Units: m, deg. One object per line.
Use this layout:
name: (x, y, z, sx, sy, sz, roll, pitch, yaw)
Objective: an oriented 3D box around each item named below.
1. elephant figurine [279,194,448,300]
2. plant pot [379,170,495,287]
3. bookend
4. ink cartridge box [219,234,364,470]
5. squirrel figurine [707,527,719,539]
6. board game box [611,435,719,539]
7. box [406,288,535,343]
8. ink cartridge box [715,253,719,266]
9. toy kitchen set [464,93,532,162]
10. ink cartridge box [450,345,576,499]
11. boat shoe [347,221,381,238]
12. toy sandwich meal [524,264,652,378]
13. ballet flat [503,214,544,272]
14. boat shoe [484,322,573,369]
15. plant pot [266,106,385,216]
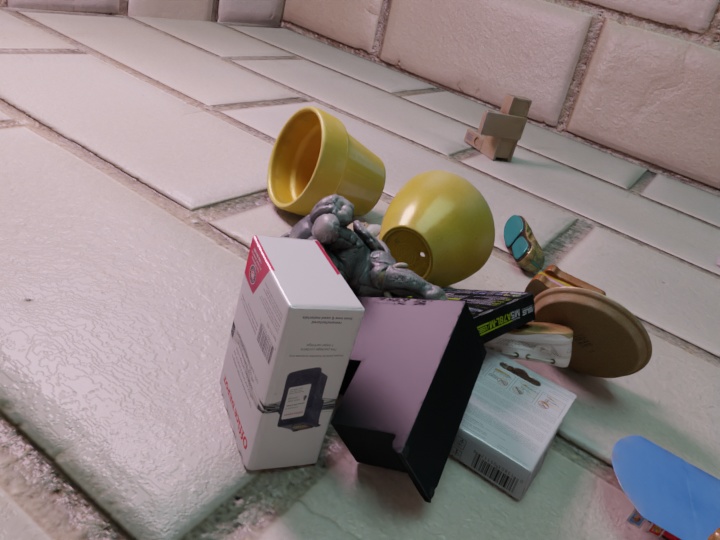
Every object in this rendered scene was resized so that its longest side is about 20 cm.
elephant figurine: (0.000, 0.000, 0.882, 0.198, 0.142, 0.157, 27, 34, -25)
plant pot: (0.109, -0.051, 1.069, 0.198, 0.203, 0.142, 26, 35, 21)
bookend: (0.018, 0.135, 0.739, 0.196, 0.093, 0.201, 0, 44, 34)
ink cartridge box: (-0.082, 0.087, 0.685, 0.083, 0.203, 0.145, 4, 28, -28)
squirrel figurine: (0.404, 0.326, 0.572, 0.197, 0.143, 0.187, -7, 41, -31)
board game box: (0.377, 0.282, 0.749, 0.198, 0.039, 0.158, 29, 27, 8)
box: (0.120, 0.065, 0.920, 0.198, 0.048, 0.192, 1, 13, 43)
ink cartridge box: (1.048, -0.013, 1.631, 0.196, 0.084, 0.147, 3, 29, -22)
toy kitchen set: (0.406, -0.480, 2.038, 0.161, 0.203, 0.181, 1, 30, -28)
ink cartridge box: (0.173, 0.181, 0.819, 0.161, 0.058, 0.199, 28, 25, 24)
boat shoe: (-0.004, -0.042, 1.126, 0.067, 0.076, 0.200, 21, 16, 14)
toy sandwich meal: (0.340, 0.078, 0.958, 0.203, 0.207, 0.070, 27, 57, 21)
ballet flat: (0.350, -0.054, 1.357, 0.069, 0.072, 0.201, 14, 26, -3)
boat shoe: (0.211, 0.114, 0.944, 0.196, 0.071, 0.071, 3, 11, 22)
plant pot: (-0.059, -0.196, 1.269, 0.187, 0.203, 0.201, 16, 21, -38)
